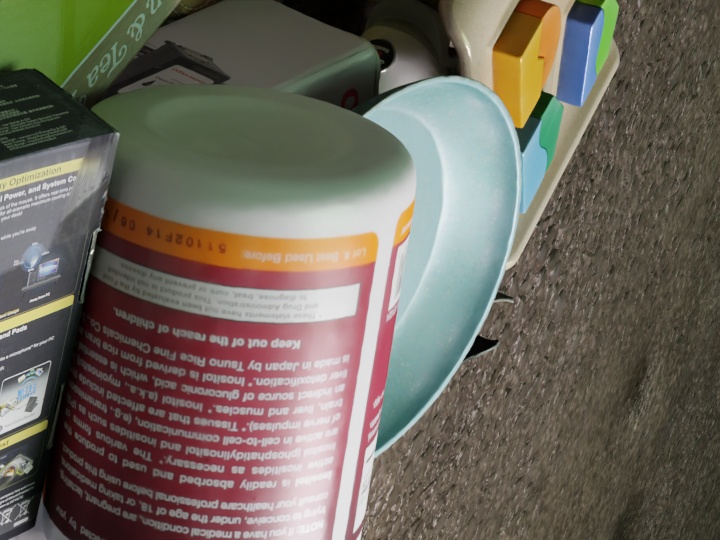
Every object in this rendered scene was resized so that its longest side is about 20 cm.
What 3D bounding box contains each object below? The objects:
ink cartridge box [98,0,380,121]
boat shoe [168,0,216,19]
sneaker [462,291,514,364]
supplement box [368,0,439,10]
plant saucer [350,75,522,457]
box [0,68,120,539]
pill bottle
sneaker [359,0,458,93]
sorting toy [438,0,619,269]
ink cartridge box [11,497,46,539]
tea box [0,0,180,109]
[{"bbox_3d":[-0.088,-0.020,0.855,0.200,0.083,0.146,-30,136,-40],"label":"ink cartridge box"},{"bbox_3d":[-0.064,-0.195,0.834,0.074,0.066,0.200,-44,148,-50],"label":"boat shoe"},{"bbox_3d":[-0.009,0.038,0.988,0.200,0.104,0.060,-28,133,-58],"label":"sneaker"},{"bbox_3d":[0.036,-0.196,1.011,0.200,0.109,0.110,13,96,-68],"label":"supplement box"},{"bbox_3d":[0.000,0.000,0.882,0.200,0.036,0.200,-35,139,-37],"label":"plant saucer"},{"bbox_3d":[-0.168,0.038,0.551,0.200,0.049,0.162,-21,139,-45],"label":"box"},{"bbox_3d":[-0.049,0.046,0.656,0.113,0.113,0.201,-29,132,-58],"label":"pill bottle"},{"bbox_3d":[0.026,-0.051,1.050,0.089,0.074,0.200,-59,146,-24],"label":"sneaker"},{"bbox_3d":[0.100,-0.122,1.019,0.185,0.036,0.200,-60,154,-30],"label":"sorting toy"},{"bbox_3d":[-0.113,0.048,0.730,0.200,0.067,0.116,-27,127,-26],"label":"ink cartridge box"},{"bbox_3d":[-0.129,-0.168,0.619,0.200,0.133,0.197,-55,153,-31],"label":"tea box"}]
